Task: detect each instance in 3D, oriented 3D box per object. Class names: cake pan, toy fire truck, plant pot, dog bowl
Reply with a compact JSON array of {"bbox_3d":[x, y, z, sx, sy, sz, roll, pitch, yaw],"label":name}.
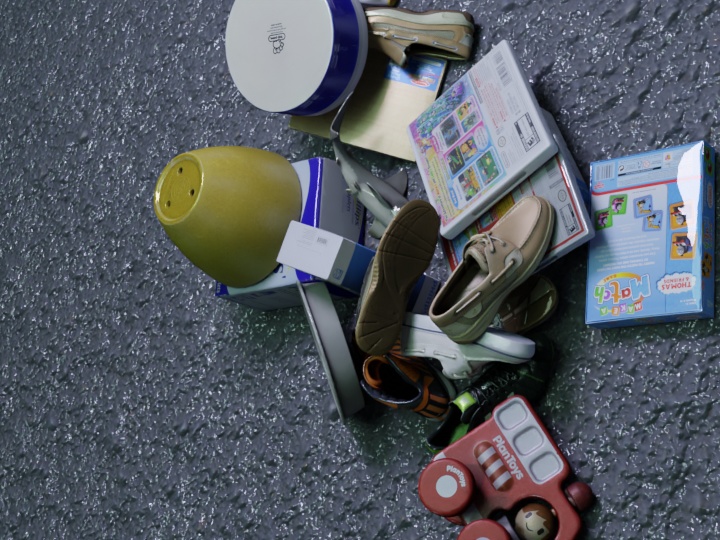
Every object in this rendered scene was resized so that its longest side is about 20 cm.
[{"bbox_3d":[-0.038,0.103,1.717,0.036,0.201,0.201,-18,57,-4],"label":"cake pan"},{"bbox_3d":[0.174,0.265,1.504,0.167,0.112,0.201,-35,65,5],"label":"toy fire truck"},{"bbox_3d":[-0.201,-0.091,1.802,0.199,0.142,0.202,-17,64,38],"label":"plant pot"},{"bbox_3d":[-0.090,-0.316,1.800,0.199,0.079,0.202,3,95,37],"label":"dog bowl"}]

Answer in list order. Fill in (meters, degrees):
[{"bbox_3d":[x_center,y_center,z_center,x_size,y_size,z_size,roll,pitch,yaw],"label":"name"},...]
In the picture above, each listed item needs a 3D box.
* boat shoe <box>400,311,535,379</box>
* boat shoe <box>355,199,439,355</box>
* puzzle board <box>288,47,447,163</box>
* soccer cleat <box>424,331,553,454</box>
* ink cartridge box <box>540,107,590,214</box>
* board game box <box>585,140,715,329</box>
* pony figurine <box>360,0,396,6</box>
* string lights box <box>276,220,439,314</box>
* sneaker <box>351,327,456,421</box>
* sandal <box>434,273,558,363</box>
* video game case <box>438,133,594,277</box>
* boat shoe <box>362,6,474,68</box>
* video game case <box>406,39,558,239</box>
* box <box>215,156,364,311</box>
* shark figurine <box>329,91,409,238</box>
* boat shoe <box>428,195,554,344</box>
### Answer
[{"bbox_3d":[0.124,0.098,1.570,0.199,0.071,0.070,11,93,42],"label":"boat shoe"},{"bbox_3d":[0.036,0.007,1.610,0.201,0.073,0.065,-66,16,-9],"label":"boat shoe"},{"bbox_3d":[0.011,-0.247,1.842,0.199,0.017,0.152,17,85,16],"label":"puzzle board"},{"bbox_3d":[0.157,0.155,1.575,0.200,0.081,0.068,-53,48,15],"label":"soccer cleat"},{"bbox_3d":[0.203,-0.132,1.644,0.116,0.066,0.201,-38,54,28],"label":"ink cartridge box"},{"bbox_3d":[0.336,-0.039,1.512,0.151,0.036,0.202,-8,69,41],"label":"board game box"},{"bbox_3d":[-0.068,-0.381,1.940,0.199,0.166,0.194,28,94,24],"label":"pony figurine"},{"bbox_3d":[0.000,0.000,1.691,0.102,0.199,0.059,20,88,45],"label":"string lights box"},{"bbox_3d":[0.033,0.116,1.682,0.200,0.112,0.078,37,100,43],"label":"sneaker"},{"bbox_3d":[0.166,0.064,1.620,0.199,0.054,0.081,-27,70,30],"label":"sandal"},{"bbox_3d":[0.181,-0.055,1.579,0.199,0.017,0.144,-34,56,32],"label":"video game case"},{"bbox_3d":[0.057,-0.318,1.799,0.198,0.072,0.077,2,80,15],"label":"boat shoe"},{"bbox_3d":[0.147,-0.165,1.633,0.182,0.024,0.201,-40,44,27],"label":"video game case"},{"bbox_3d":[-0.100,-0.050,1.867,0.199,0.105,0.186,-10,69,39],"label":"box"},{"bbox_3d":[0.023,-0.131,1.788,0.089,0.215,0.128,-41,5,-25],"label":"shark figurine"},{"bbox_3d":[0.153,-0.010,1.510,0.071,0.064,0.201,24,77,49],"label":"boat shoe"}]
